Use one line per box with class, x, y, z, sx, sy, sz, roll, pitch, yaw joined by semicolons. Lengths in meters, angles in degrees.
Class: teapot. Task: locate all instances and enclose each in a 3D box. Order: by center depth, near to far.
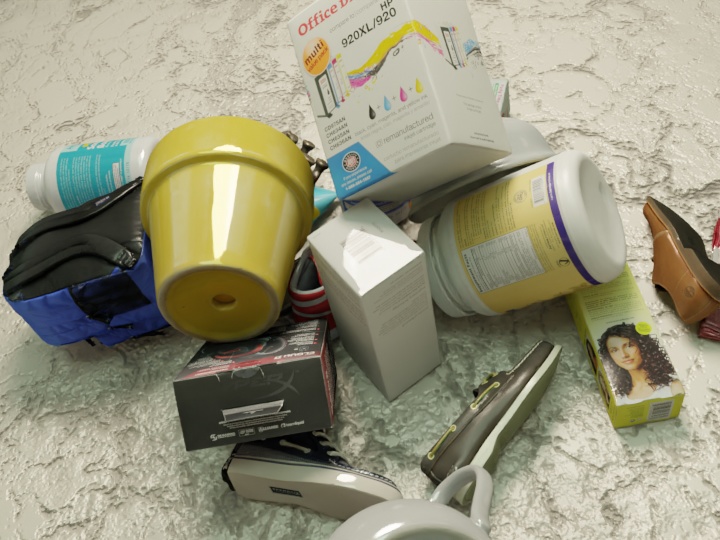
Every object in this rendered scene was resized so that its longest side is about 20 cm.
teapot;0.034;0.283;0.648;0.197;0.146;0.201;-4;86;-15

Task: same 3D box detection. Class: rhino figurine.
rhino figurine;-0.104;-0.148;1.063;0.088;0.059;0.200;-56;30;15

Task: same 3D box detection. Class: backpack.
backpack;-0.327;0.013;0.938;0.197;0.169;0.164;-16;41;5

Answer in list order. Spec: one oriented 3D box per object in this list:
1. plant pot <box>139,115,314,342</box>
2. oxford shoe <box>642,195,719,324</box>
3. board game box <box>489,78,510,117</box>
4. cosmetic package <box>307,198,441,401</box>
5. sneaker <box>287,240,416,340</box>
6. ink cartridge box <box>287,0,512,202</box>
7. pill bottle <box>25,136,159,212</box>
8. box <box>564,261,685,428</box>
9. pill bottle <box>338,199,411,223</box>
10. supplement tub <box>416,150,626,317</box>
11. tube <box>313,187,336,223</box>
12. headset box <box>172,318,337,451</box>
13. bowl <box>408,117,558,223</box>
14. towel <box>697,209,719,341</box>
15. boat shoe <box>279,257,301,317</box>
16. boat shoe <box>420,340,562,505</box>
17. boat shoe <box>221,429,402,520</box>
plant pot;-0.149;-0.033;0.834;0.198;0.202;0.191;-9;49;5
oxford shoe;0.362;-0.018;0.881;0.071;0.072;0.201;26;34;-17
board game box;0.109;-0.212;1.099;0.197;0.065;0.149;6;53;19
cosmetic package;0.019;0.037;0.818;0.084;0.201;0.108;-34;53;-14
sneaker;0.000;0.000;0.911;0.199;0.113;0.071;-34;50;-16
ink cartridge box;0.041;-0.193;0.788;0.146;0.144;0.203;-22;81;35
pill bottle;-0.385;-0.133;1.111;0.197;0.111;0.112;-5;49;8
box;0.284;0.069;0.832;0.074;0.050;0.202;-12;48;3
pill bottle;0.009;-0.160;0.985;0.110;0.201;0.113;-6;49;7
supplement tub;0.177;-0.033;0.840;0.198;0.145;0.147;-21;41;34
tube;-0.108;-0.052;1.029;0.077;0.051;0.201;18;51;23
headset box;-0.102;0.116;0.787;0.146;0.076;0.200;-10;8;0
bowl;0.140;-0.136;0.926;0.198;0.201;0.092;-18;82;-3
towel;0.473;0.009;0.858;0.142;0.023;0.201;12;54;21
boat shoe;-0.069;0.012;0.964;0.199;0.057;0.067;-36;58;-11
boat shoe;0.140;0.144;0.786;0.060;0.072;0.201;30;65;27
boat shoe;-0.042;0.194;0.783;0.197;0.075;0.093;6;47;18
